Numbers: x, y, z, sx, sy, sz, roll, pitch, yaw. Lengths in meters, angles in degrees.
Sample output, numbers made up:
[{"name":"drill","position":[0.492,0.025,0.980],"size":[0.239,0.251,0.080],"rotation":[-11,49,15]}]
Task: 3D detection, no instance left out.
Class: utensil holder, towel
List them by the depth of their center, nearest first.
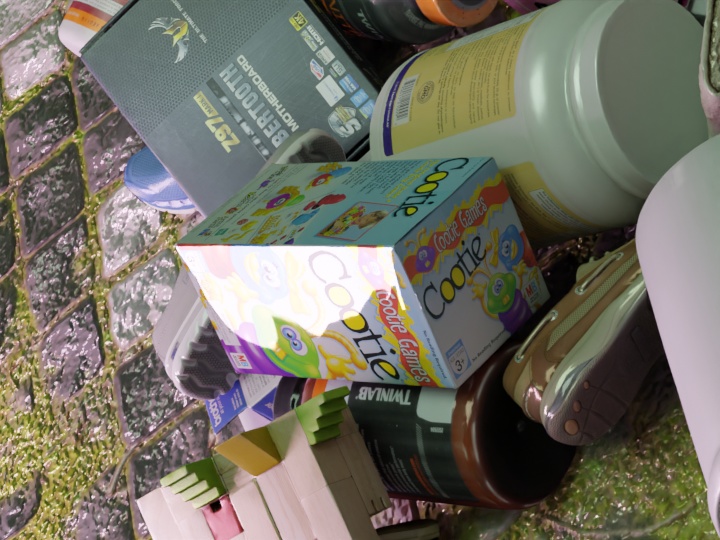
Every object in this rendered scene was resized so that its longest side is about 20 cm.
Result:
[{"name":"utensil holder","position":[0.247,0.039,1.330],"size":[0.170,0.170,0.201],"rotation":[-37,43,23]},{"name":"towel","position":[0.229,-0.163,1.443],"size":[0.034,0.133,0.201],"rotation":[4,69,15]}]

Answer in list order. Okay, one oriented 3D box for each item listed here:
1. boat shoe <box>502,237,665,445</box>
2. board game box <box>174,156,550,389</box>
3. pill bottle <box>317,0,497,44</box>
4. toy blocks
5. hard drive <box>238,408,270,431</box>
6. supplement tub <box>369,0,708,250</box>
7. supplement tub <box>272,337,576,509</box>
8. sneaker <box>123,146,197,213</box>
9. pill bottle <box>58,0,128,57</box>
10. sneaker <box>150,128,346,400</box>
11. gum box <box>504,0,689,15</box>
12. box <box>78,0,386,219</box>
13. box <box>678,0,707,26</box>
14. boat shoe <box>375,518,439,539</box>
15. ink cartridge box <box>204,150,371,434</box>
[{"name":"boat shoe","position":[0.160,0.014,1.468],"size":[0.200,0.076,0.072],"rotation":[-45,46,-19]},{"name":"board game box","position":[0.000,0.000,1.521],"size":[0.199,0.103,0.105],"rotation":[1,33,47]},{"name":"pill bottle","position":[0.013,-0.221,1.767],"size":[0.199,0.106,0.107],"rotation":[14,77,49]},{"name":"toy blocks","position":[-0.049,0.172,1.510],"size":[0.200,0.100,0.137],"rotation":[-31,79,37]},{"name":"hard drive","position":[-0.053,0.027,1.745],"size":[0.132,0.027,0.200],"rotation":[-44,43,16]},{"name":"supplement tub","position":[0.119,-0.090,1.537],"size":[0.199,0.145,0.146],"rotation":[-15,57,47]},{"name":"supplement tub","position":[0.034,0.094,1.555],"size":[0.199,0.107,0.108],"rotation":[0,67,45]},{"name":"sneaker","position":[-0.108,-0.108,1.833],"size":[0.199,0.089,0.079],"rotation":[-24,50,34]},{"name":"pill bottle","position":[-0.147,-0.245,1.938],"size":[0.113,0.113,0.201],"rotation":[24,85,49]},{"name":"sneaker","position":[-0.086,-0.015,1.665],"size":[0.201,0.075,0.082],"rotation":[-56,43,2]},{"name":"gum box","position":[0.170,-0.249,1.594],"size":[0.113,0.066,0.201],"rotation":[0,67,47]},{"name":"box","position":[-0.083,-0.131,1.741],"size":[0.158,0.051,0.200],"rotation":[-41,77,14]},{"name":"box","position":[0.240,-0.231,1.596],"size":[0.199,0.041,0.157],"rotation":[17,79,50]},{"name":"boat shoe","position":[-0.030,0.216,1.583],"size":[0.200,0.072,0.066],"rotation":[-22,79,23]},{"name":"ink cartridge box","position":[-0.032,0.020,1.679],"size":[0.200,0.042,0.120],"rotation":[-39,44,18]}]
